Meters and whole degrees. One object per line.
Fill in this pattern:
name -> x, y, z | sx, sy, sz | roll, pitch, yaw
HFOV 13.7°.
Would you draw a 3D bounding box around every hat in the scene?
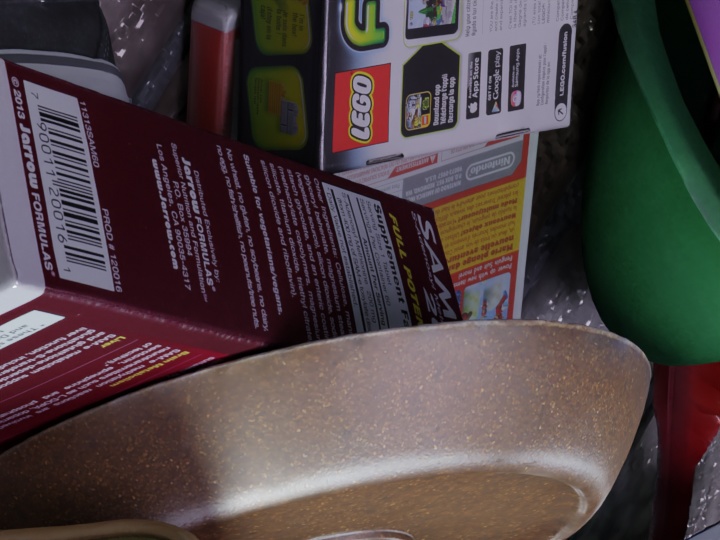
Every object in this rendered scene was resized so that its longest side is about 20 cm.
hat -> 0.085, -0.001, 1.008 | 0.166, 0.176, 0.200 | -21, 81, -56

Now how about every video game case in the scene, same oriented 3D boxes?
video game case -> 0.000, 0.000, 0.919 | 0.143, 0.017, 0.200 | -19, 122, -42

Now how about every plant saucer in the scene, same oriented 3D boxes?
plant saucer -> -0.014, 0.066, 0.807 | 0.200, 0.200, 0.035 | 10, 58, -50

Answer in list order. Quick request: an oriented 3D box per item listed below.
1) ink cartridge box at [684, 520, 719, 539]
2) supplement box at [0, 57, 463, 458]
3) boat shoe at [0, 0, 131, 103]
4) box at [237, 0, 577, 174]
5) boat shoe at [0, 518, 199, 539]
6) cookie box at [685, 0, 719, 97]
ink cartridge box -> 0.105, 0.130, 1.012 | 0.094, 0.044, 0.200 | -48, 166, 21
supplement box -> -0.069, 0.010, 0.755 | 0.200, 0.109, 0.061 | 18, 55, -56
boat shoe -> -0.140, -0.056, 0.703 | 0.200, 0.069, 0.057 | 4, 73, -46
box -> 0.018, -0.133, 0.838 | 0.110, 0.035, 0.200 | -13, 112, -44
boat shoe -> -0.126, 0.094, 0.721 | 0.200, 0.074, 0.066 | -9, 135, -7
cookie box -> 0.206, -0.017, 0.944 | 0.075, 0.171, 0.200 | -33, 148, 30
